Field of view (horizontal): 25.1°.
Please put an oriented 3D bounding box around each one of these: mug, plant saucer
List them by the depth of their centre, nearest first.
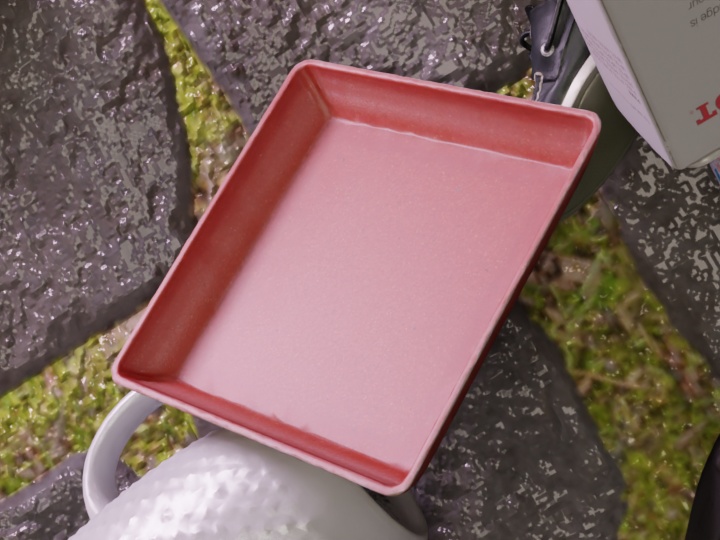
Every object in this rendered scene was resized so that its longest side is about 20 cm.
[{"bbox_3d":[0.000,0.000,0.778,0.199,0.037,0.201,16,69,41],"label":"plant saucer"},{"bbox_3d":[-0.071,0.137,0.822,0.175,0.147,0.201,-41,58,8],"label":"mug"}]

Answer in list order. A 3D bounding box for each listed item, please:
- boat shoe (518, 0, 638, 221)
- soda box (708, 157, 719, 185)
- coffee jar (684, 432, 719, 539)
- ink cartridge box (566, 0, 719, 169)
[{"bbox_3d":[0.112,-0.124,0.790,0.066,0.074,0.201,33,115,34],"label":"boat shoe"},{"bbox_3d":[0.256,-0.090,0.754,0.199,0.064,0.069,-28,85,15],"label":"soda box"},{"bbox_3d":[0.248,0.127,0.723,0.198,0.105,0.086,21,53,13],"label":"coffee jar"},{"bbox_3d":[0.145,-0.167,0.678,0.147,0.086,0.201,-29,122,2],"label":"ink cartridge box"}]
